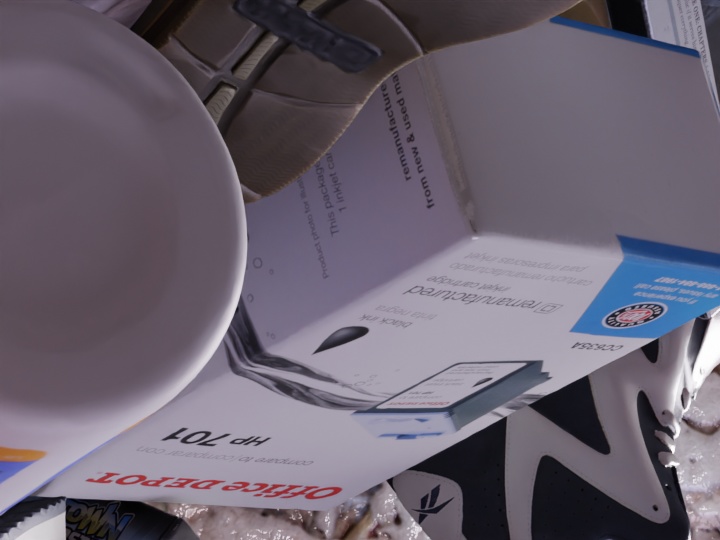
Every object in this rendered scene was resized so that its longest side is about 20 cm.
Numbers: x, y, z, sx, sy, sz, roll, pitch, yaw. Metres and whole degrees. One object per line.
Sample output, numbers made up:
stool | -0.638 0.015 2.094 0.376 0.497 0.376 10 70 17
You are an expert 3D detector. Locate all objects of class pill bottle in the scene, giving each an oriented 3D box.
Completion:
pill bottle | -0.118 0.013 0.755 0.112 0.112 0.200 -26 177 -32

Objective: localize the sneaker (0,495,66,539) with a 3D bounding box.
sneaker | -0.125 0.121 0.805 0.070 0.083 0.200 -9 -174 22

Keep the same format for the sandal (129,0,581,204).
sandal | 0.001 -0.084 0.730 0.080 0.054 0.200 29 134 -30

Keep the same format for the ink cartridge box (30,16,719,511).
ink cartridge box | 0.000 0.000 0.897 0.146 0.086 0.200 7 150 -47

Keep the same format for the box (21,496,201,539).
box | -0.147 0.109 0.986 0.199 0.035 0.110 16 -120 45

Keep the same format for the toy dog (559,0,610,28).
toy dog | 0.203 -0.088 1.187 0.199 0.195 0.140 -13 157 -42

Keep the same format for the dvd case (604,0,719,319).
dvd case | 0.171 -0.097 1.050 0.200 0.151 0.025 -39 -137 -25

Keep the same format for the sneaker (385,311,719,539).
sneaker | 0.096 0.070 1.062 0.199 0.130 0.079 -11 160 -43
